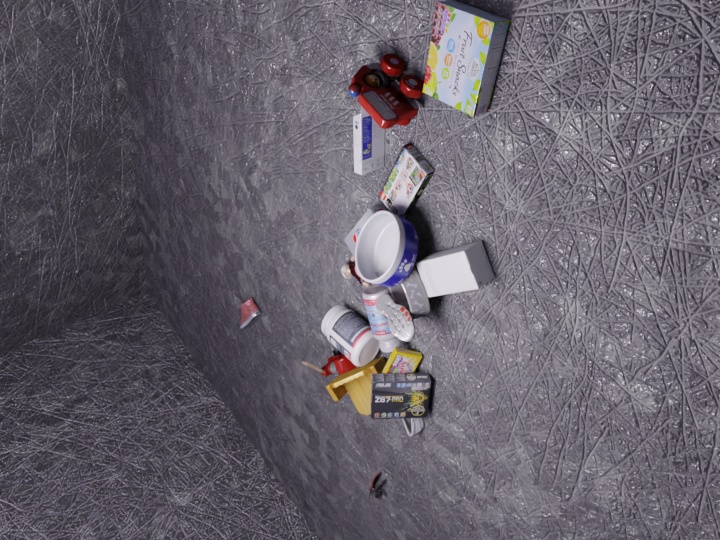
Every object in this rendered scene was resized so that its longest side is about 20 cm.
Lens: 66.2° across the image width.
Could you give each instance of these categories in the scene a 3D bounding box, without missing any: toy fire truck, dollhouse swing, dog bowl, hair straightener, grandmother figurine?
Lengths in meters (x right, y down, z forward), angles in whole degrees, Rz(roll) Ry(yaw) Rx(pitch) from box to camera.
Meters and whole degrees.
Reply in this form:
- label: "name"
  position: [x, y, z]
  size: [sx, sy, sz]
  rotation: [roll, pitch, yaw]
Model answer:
- label: "toy fire truck"
  position: [0.057, -0.455, 1.416]
  size: [0.202, 0.165, 0.113]
  rotation: [51, 142, 18]
- label: "dollhouse swing"
  position: [0.017, 0.431, 1.935]
  size: [0.195, 0.181, 0.181]
  rotation: [-24, 88, 18]
- label: "toy fire truck"
  position: [-0.101, 0.350, 2.066]
  size: [0.174, 0.197, 0.132]
  rotation: [-21, 95, 54]
- label: "dog bowl"
  position: [0.134, 0.054, 1.643]
  size: [0.204, 0.057, 0.201]
  rotation: [62, 169, 21]
- label: "hair straightener"
  position: [0.070, 0.922, 2.314]
  size: [0.077, 0.040, 0.203]
  rotation: [46, 140, 25]
- label: "grandmother figurine"
  position: [0.000, 0.000, 1.855]
  size: [0.197, 0.059, 0.125]
  rotation: [0, 111, 55]
- label: "dog bowl"
  position: [0.072, -0.060, 1.567]
  size: [0.197, 0.077, 0.208]
  rotation: [-23, 60, 47]

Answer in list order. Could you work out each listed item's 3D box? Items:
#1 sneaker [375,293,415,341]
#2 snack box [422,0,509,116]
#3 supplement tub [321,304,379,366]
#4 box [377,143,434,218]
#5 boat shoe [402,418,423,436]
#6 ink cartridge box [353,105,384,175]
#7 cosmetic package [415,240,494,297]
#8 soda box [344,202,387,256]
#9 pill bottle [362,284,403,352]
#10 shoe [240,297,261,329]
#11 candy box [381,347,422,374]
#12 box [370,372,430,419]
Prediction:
- label: "sneaker"
  position: [0.119, 0.144, 1.634]
  size: [0.082, 0.077, 0.201]
  rotation: [39, -170, -39]
- label: "snack box"
  position: [0.234, -0.483, 1.256]
  size: [0.168, 0.067, 0.205]
  rotation: [38, 138, 33]
- label: "supplement tub"
  position: [-0.033, 0.228, 1.957]
  size: [0.198, 0.138, 0.144]
  rotation: [36, 136, 34]
- label: "box"
  position: [0.125, -0.244, 1.564]
  size: [0.111, 0.034, 0.202]
  rotation: [52, 143, 18]
- label: "boat shoe"
  position: [0.161, 0.473, 1.911]
  size: [0.073, 0.064, 0.206]
  rotation: [-17, 95, 55]
- label: "ink cartridge box"
  position: [0.025, -0.383, 1.559]
  size: [0.039, 0.098, 0.206]
  rotation: [29, 131, 39]
- label: "cosmetic package"
  position: [0.253, -0.001, 1.498]
  size: [0.197, 0.084, 0.111]
  rotation: [-13, 101, 53]
- label: "soda box"
  position: [0.023, -0.127, 1.741]
  size: [0.069, 0.062, 0.200]
  rotation: [57, 144, 11]
- label: "pill bottle"
  position: [0.079, 0.154, 1.795]
  size: [0.107, 0.107, 0.207]
  rotation: [1, 111, 51]
- label: "shoe"
  position: [-0.548, 0.208, 2.684]
  size: [0.093, 0.070, 0.200]
  rotation: [59, 139, 9]
- label: "candy box"
  position: [0.121, 0.342, 1.825]
  size: [0.027, 0.099, 0.204]
  rotation: [-109, 35, -52]
- label: "box"
  position: [0.130, 0.414, 1.824]
  size: [0.050, 0.192, 0.166]
  rotation: [-96, 7, -61]
